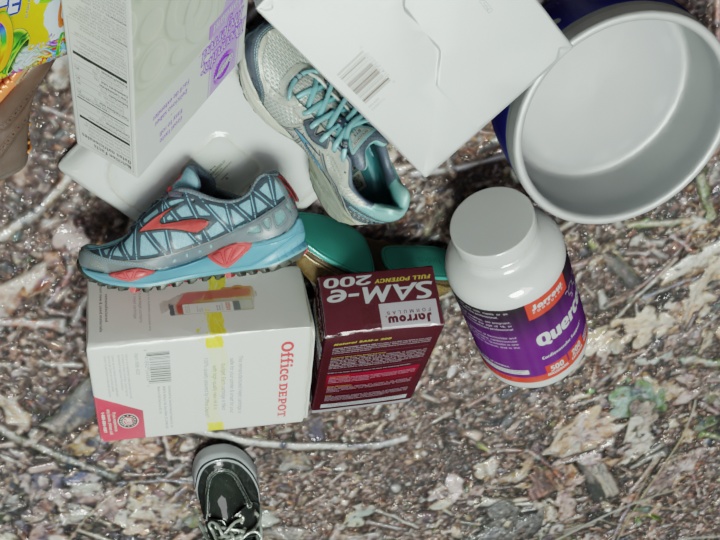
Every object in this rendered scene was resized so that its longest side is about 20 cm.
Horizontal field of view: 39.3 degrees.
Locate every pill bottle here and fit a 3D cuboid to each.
[{"bbox_3d":[0.145,0.016,0.941,0.111,0.113,0.201,-24,139,5],"label":"pill bottle"}]

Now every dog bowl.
[{"bbox_3d":[0.215,-0.145,0.879,0.197,0.079,0.202,-7,127,-9],"label":"dog bowl"}]

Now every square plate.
[{"bbox_3d":[-0.120,-0.092,0.867,0.199,0.029,0.198,-40,125,16],"label":"square plate"}]

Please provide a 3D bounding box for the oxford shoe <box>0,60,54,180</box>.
[{"bbox_3d":[-0.285,-0.124,0.789,0.200,0.072,0.072,-41,144,22],"label":"oxford shoe"}]

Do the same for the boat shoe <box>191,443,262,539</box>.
[{"bbox_3d":[-0.142,0.279,1.110,0.072,0.068,0.202,-7,127,-9],"label":"boat shoe"}]

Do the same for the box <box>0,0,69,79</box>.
[{"bbox_3d":[-0.203,-0.246,0.608,0.121,0.193,0.202,28,120,7],"label":"box"}]

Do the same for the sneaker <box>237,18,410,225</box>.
[{"bbox_3d":[-0.019,-0.120,0.815,0.078,0.086,0.201,-47,121,-17],"label":"sneaker"}]

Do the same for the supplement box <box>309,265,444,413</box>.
[{"bbox_3d":[0.006,0.069,0.946,0.107,0.062,0.201,-6,155,-10],"label":"supplement box"}]

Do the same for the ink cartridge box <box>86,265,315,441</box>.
[{"bbox_3d":[-0.148,0.078,0.938,0.197,0.084,0.146,-3,137,-12],"label":"ink cartridge box"}]

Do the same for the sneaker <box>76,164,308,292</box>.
[{"bbox_3d":[-0.145,-0.040,0.850,0.197,0.079,0.097,-9,99,4],"label":"sneaker"}]

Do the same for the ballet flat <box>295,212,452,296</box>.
[{"bbox_3d":[0.000,0.000,0.942,0.198,0.069,0.072,9,138,-34],"label":"ballet flat"}]

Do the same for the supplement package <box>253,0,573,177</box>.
[{"bbox_3d":[0.034,-0.205,0.769,0.155,0.111,0.200,-39,124,15],"label":"supplement package"}]

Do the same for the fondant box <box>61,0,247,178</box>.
[{"bbox_3d":[-0.130,-0.180,0.664,0.058,0.145,0.201,29,147,7],"label":"fondant box"}]
